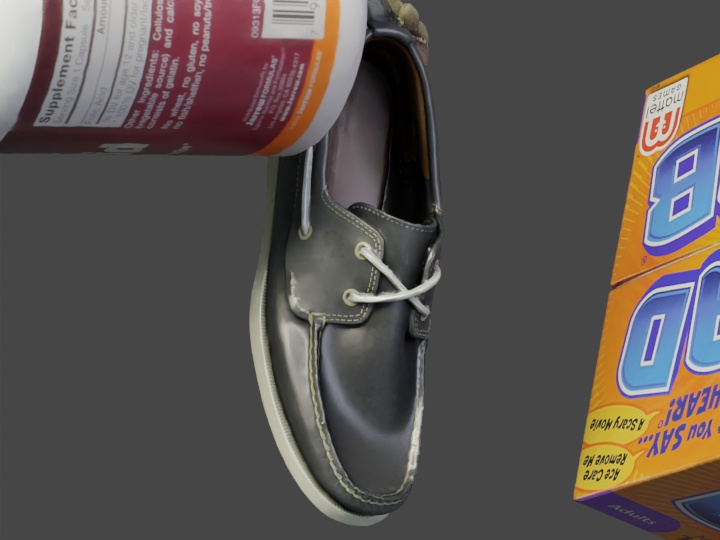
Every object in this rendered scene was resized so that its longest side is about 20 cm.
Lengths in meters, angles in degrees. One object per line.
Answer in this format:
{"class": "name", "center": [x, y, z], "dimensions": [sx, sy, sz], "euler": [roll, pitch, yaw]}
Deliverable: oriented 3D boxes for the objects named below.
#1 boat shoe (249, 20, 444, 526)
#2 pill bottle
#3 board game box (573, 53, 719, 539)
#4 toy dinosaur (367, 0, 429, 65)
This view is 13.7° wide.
{"class": "boat shoe", "center": [0.000, 0.000, 1.201], "dimensions": [0.072, 0.068, 0.201], "euler": [8, 74, -30]}
{"class": "pill bottle", "center": [-0.108, -0.100, 1.131], "dimensions": [0.199, 0.114, 0.115], "euler": [0, 76, -32]}
{"class": "board game box", "center": [0.240, 0.020, 1.265], "dimensions": [0.199, 0.200, 0.201], "euler": [23, 66, -24]}
{"class": "toy dinosaur", "center": [-0.031, -0.166, 1.244], "dimensions": [0.200, 0.047, 0.088], "euler": [36, 66, -15]}
